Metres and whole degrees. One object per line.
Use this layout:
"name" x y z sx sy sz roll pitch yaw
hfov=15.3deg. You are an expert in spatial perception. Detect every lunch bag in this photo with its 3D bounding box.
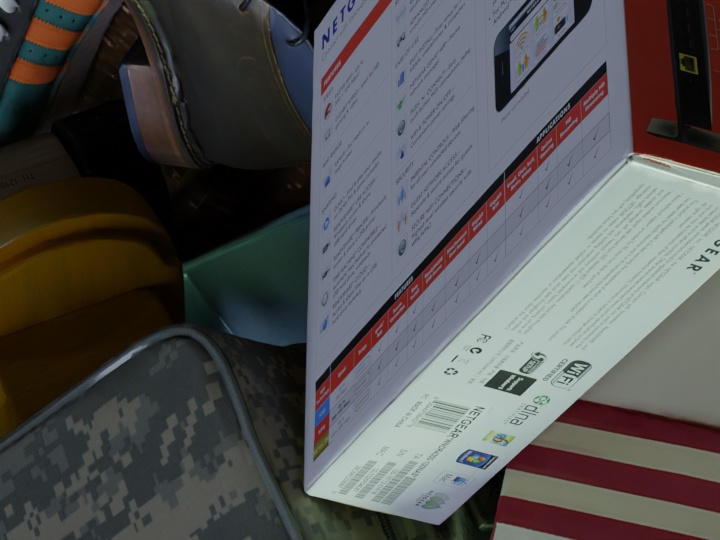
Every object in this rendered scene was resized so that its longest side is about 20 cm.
"lunch bag" -0.052 0.119 0.911 0.200 0.168 0.140 -36 62 25

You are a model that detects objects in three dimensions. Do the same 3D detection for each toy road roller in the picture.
"toy road roller" -0.117 0.047 1.024 0.146 0.123 0.200 55 156 39

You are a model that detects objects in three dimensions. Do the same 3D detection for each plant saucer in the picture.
"plant saucer" 0.000 0.000 1.025 0.200 0.019 0.070 -22 108 49

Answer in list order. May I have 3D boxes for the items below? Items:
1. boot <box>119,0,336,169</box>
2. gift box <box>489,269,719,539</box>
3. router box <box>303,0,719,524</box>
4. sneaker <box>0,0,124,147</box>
"boot" -0.040 -0.113 0.929 0.097 0.075 0.200 9 139 20
"gift box" 0.159 0.066 0.799 0.186 0.184 0.201 12 90 35
"router box" 0.046 -0.049 0.788 0.049 0.180 0.200 15 145 -21
"sneaker" -0.137 -0.099 1.000 0.071 0.080 0.200 38 140 13
